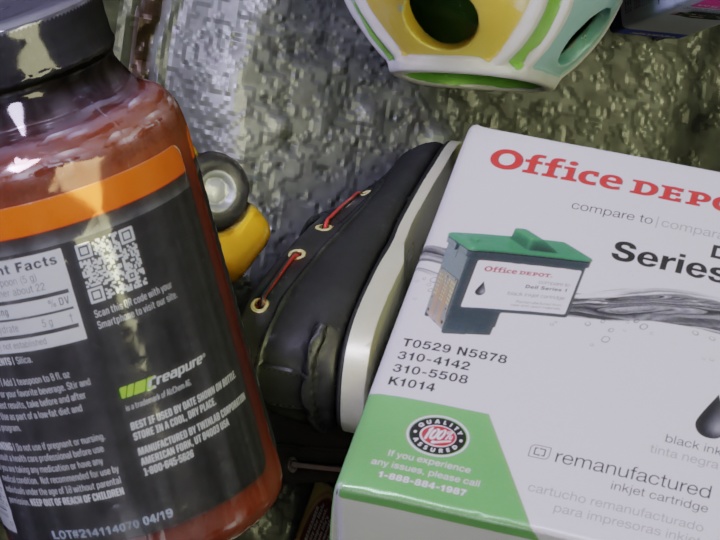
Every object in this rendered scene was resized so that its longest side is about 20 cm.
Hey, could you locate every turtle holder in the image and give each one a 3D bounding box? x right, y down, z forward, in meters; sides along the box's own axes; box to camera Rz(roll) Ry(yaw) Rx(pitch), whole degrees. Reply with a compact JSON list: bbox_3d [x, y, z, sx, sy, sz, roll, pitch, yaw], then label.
[{"bbox_3d":[0.053,-0.143,1.027,0.140,0.186,0.133,5,90,-5],"label":"turtle holder"}]

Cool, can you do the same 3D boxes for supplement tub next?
[{"bbox_3d":[-0.100,0.003,0.900,0.107,0.107,0.201,-22,108,-27],"label":"supplement tub"}]

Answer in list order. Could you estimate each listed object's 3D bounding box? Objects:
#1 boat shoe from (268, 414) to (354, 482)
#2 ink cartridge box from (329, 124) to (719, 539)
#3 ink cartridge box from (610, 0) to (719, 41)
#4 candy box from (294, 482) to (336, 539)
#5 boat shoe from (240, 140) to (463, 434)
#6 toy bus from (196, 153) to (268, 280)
[{"bbox_3d":[-0.028,0.065,1.054,0.199,0.067,0.057,13,107,-34],"label":"boat shoe"},{"bbox_3d":[0.084,0.047,0.969,0.085,0.145,0.201,90,15,-47],"label":"ink cartridge box"},{"bbox_3d":[0.140,-0.165,1.077,0.042,0.200,0.120,3,90,-5],"label":"ink cartridge box"},{"bbox_3d":[0.060,0.154,1.023,0.115,0.200,0.056,14,104,-29],"label":"candy box"},{"bbox_3d":[0.000,-0.003,1.026,0.202,0.063,0.074,-58,153,-57],"label":"boat shoe"},{"bbox_3d":[-0.130,-0.057,0.981,0.200,0.065,0.078,45,71,-23],"label":"toy bus"}]
